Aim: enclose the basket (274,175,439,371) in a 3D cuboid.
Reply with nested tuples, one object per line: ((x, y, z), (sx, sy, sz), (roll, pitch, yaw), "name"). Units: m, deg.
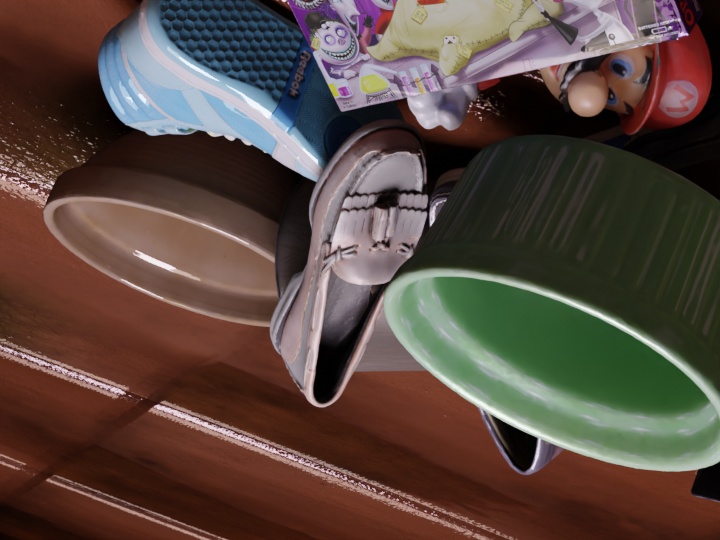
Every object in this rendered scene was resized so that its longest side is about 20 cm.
((0.074, 0.004, 1.402), (0.200, 0.136, 0.180), (2, 167, 26), "basket")

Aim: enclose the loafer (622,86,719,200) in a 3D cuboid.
((0.178, -0.040, 1.186), (0.073, 0.072, 0.200), (35, 136, -9), "loafer")

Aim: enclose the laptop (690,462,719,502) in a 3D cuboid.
((0.354, 0.165, 1.613), (0.187, 0.116, 0.200), (12, 160, 15), "laptop")

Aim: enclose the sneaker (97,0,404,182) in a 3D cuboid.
((-0.071, -0.102, 1.316), (0.200, 0.080, 0.131), (37, 152, -22), "sneaker")

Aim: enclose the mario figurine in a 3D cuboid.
((0.082, -0.119, 1.091), (0.200, 0.106, 0.123), (21, 173, 1), "mario figurine")

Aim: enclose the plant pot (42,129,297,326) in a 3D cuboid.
((-0.107, -0.043, 1.475), (0.201, 0.093, 0.201), (18, 161, 6), "plant pot")

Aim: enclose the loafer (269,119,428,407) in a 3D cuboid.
((0.000, 0.000, 1.287), (0.072, 0.063, 0.200), (0, 137, -24), "loafer")

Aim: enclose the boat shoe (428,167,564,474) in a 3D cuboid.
((0.086, 0.034, 1.286), (0.072, 0.065, 0.200), (0, 124, 32), "boat shoe")

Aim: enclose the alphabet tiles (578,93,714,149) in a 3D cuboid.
((0.194, -0.018, 1.251), (0.200, 0.006, 0.167), (-18, 115, 30), "alphabet tiles")

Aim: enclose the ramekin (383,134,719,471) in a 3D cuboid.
((0.122, 0.015, 1.147), (0.200, 0.098, 0.200), (23, 158, 10), "ramekin")

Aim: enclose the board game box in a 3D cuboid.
((0.052, -0.149, 1.034), (0.200, 0.032, 0.120), (-10, 114, 34), "board game box")
